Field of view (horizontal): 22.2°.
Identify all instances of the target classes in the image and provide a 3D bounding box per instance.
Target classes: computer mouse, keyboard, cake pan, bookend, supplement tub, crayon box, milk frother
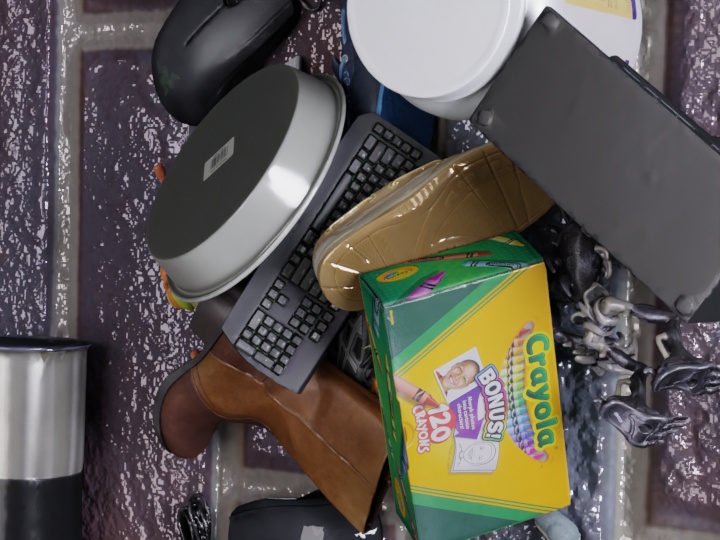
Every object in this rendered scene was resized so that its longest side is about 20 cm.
[{"bbox_3d":[-0.111,-0.205,1.469,0.139,0.053,0.201,45,113,22],"label":"computer mouse"},{"bbox_3d":[0.000,0.000,1.321,0.126,0.021,0.201,33,85,-9],"label":"keyboard"},{"bbox_3d":[-0.090,-0.071,1.355,0.200,0.037,0.201,-39,30,28],"label":"cake pan"},{"bbox_3d":[0.207,-0.065,1.193,0.199,0.199,0.092,46,113,26],"label":"bookend"},{"bbox_3d":[0.093,-0.174,1.256,0.144,0.199,0.147,1,91,32],"label":"supplement tub"},{"bbox_3d":[0.075,0.085,1.278,0.058,0.118,0.202,-128,25,-61],"label":"crayon box"},{"bbox_3d":[-0.071,0.247,1.460,0.198,0.046,0.142,-7,86,32],"label":"computer mouse"},{"bbox_3d":[-0.336,0.152,1.535,0.179,0.199,0.191,3,93,35],"label":"milk frother"}]

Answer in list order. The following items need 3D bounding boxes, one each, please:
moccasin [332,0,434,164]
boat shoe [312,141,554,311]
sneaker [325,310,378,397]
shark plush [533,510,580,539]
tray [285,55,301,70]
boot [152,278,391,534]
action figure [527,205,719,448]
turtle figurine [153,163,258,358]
[{"bbox_3d":[0.015,-0.153,1.389,0.068,0.080,0.202,-6,74,36],"label":"moccasin"},{"bbox_3d":[0.052,-0.046,1.286,0.198,0.069,0.074,-27,115,-6],"label":"boat shoe"},{"bbox_3d":[0.008,0.043,1.390,0.077,0.078,0.202,9,96,39],"label":"sneaker"},{"bbox_3d":[0.169,0.238,1.288,0.199,0.083,0.092,19,101,30],"label":"shark plush"},{"bbox_3d":[-0.080,-0.075,1.410,0.107,0.022,0.201,-38,31,28],"label":"tray"},{"bbox_3d":[-0.058,0.125,1.405,0.200,0.068,0.189,40,122,19],"label":"boot"},{"bbox_3d":[0.181,0.027,1.270,0.119,0.101,0.201,-55,39,30],"label":"action figure"},{"bbox_3d":[-0.102,-0.005,1.462,0.160,0.064,0.202,-18,82,31],"label":"turtle figurine"}]
